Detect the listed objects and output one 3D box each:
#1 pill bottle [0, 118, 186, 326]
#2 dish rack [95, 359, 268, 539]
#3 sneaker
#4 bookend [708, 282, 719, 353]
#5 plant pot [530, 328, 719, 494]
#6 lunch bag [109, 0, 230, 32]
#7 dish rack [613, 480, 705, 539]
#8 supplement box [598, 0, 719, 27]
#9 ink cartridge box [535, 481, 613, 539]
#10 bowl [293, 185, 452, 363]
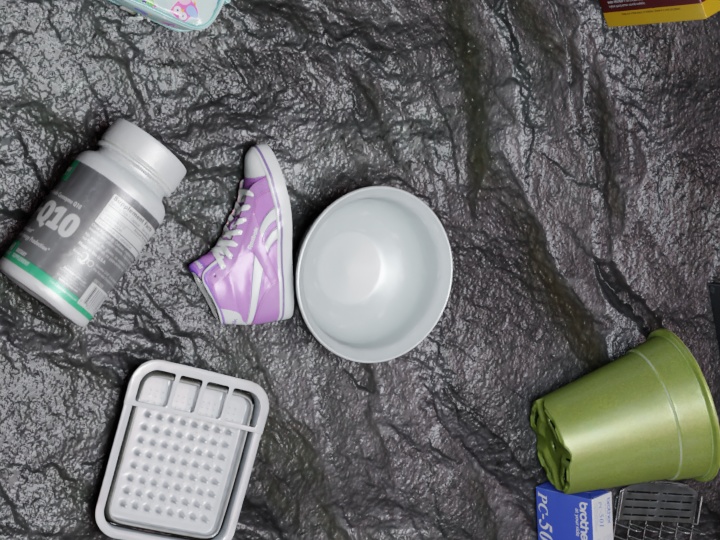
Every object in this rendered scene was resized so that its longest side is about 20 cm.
[{"bbox_3d":[-0.277,-0.052,1.527,0.113,0.113,0.201,40,78,-25],"label":"pill bottle"},{"bbox_3d":[-0.204,0.207,1.633,0.170,0.043,0.202,16,89,-28],"label":"dish rack"},{"bbox_3d":[-0.137,-0.038,1.624,0.113,0.073,0.203,-6,96,-19],"label":"sneaker"},{"bbox_3d":[0.593,0.090,1.992,0.197,0.092,0.202,-19,103,-25],"label":"bookend"},{"bbox_3d":[0.321,0.196,1.829,0.188,0.200,0.202,-16,103,-12],"label":"plant pot"},{"bbox_3d":[-0.199,-0.358,1.550,0.159,0.077,0.202,22,86,-28],"label":"lunch bag"},{"bbox_3d":[0.398,0.383,1.950,0.152,0.054,0.202,7,93,-28],"label":"dish rack"},{"bbox_3d":[0.371,-0.418,1.760,0.132,0.197,0.202,-30,108,-20],"label":"supplement box"},{"bbox_3d":[0.276,0.376,1.862,0.044,0.093,0.202,-11,102,-42],"label":"ink cartridge box"},{"bbox_3d":[0.000,0.000,1.684,0.199,0.090,0.203,-4,99,-26],"label":"bowl"}]
